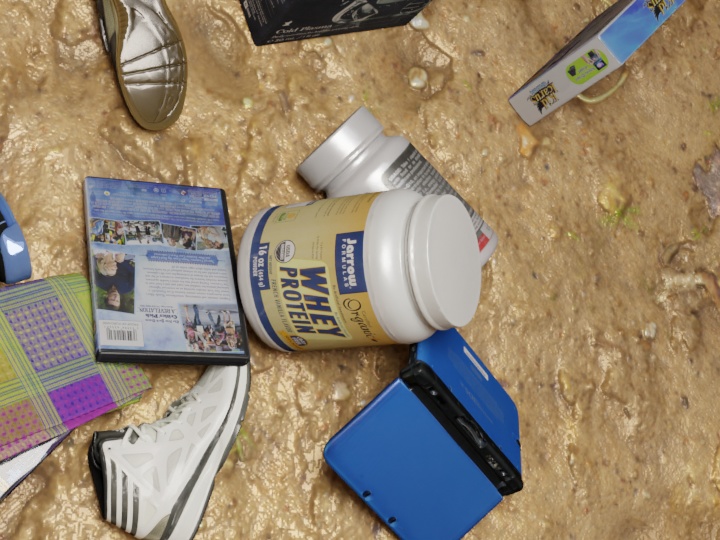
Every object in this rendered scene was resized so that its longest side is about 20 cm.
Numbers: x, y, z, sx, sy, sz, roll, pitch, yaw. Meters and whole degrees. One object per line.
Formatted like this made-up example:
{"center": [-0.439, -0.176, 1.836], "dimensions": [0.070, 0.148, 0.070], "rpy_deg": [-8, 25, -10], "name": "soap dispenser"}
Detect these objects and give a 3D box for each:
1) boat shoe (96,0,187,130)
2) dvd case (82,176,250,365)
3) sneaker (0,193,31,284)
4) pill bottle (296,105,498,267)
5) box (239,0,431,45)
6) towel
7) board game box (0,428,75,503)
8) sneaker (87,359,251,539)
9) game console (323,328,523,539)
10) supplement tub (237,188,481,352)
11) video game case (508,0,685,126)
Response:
{"center": [-0.220, -0.239, 1.226], "dimensions": [0.073, 0.065, 0.201], "rpy_deg": [-11, 99, -21], "name": "boat shoe"}
{"center": [-0.185, -0.001, 1.163], "dimensions": [0.142, 0.018, 0.201], "rpy_deg": [4, 54, -24], "name": "dvd case"}
{"center": [-0.367, -0.059, 1.087], "dimensions": [0.078, 0.070, 0.200], "rpy_deg": [-27, 69, -30], "name": "sneaker"}
{"center": [0.037, -0.066, 1.268], "dimensions": [0.200, 0.114, 0.114], "rpy_deg": [46, 61, -6], "name": "pill bottle"}
{"center": [-0.007, -0.337, 1.282], "dimensions": [0.199, 0.197, 0.124], "rpy_deg": [-14, 81, -28], "name": "box"}
{"center": [-0.286, 0.078, 1.059], "dimensions": [0.200, 0.023, 0.144], "rpy_deg": [-22, 76, -51], "name": "towel"}
{"center": [-0.366, 0.116, 1.055], "dimensions": [0.200, 0.057, 0.165], "rpy_deg": [46, 62, -7], "name": "board game box"}
{"center": [-0.178, 0.144, 1.124], "dimensions": [0.115, 0.076, 0.201], "rpy_deg": [26, 68, -18], "name": "sneaker"}
{"center": [0.066, 0.158, 1.234], "dimensions": [0.200, 0.118, 0.171], "rpy_deg": [51, 27, -31], "name": "game console"}
{"center": [0.000, 0.000, 1.162], "dimensions": [0.144, 0.199, 0.145], "rpy_deg": [21, 66, -59], "name": "supplement tub"}
{"center": [0.284, -0.265, 1.408], "dimensions": [0.045, 0.181, 0.200], "rpy_deg": [50, 61, -6], "name": "video game case"}
